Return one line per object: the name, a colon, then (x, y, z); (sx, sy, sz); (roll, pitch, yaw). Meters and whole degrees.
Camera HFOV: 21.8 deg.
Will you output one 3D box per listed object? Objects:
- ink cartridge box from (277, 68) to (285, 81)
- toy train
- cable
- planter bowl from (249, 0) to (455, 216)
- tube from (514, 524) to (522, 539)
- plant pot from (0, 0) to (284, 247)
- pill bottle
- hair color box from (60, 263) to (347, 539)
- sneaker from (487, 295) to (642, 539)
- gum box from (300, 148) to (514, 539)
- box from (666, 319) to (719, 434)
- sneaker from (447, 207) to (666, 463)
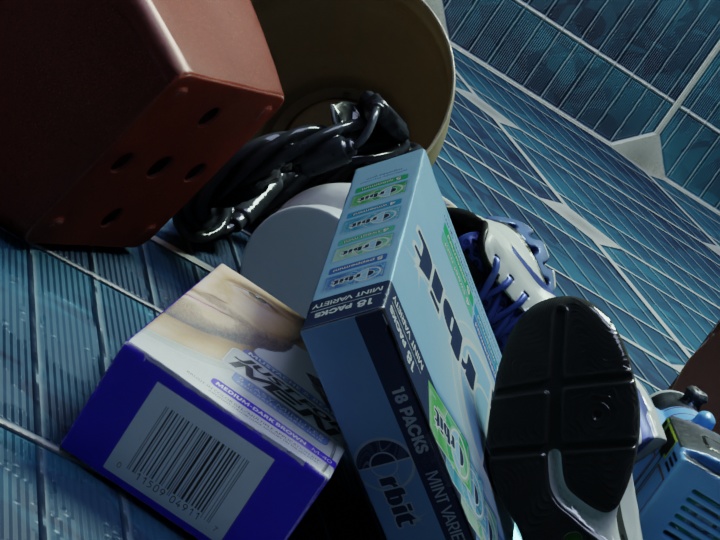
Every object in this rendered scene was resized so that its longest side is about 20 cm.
ink cartridge box: (-0.176, -0.194, 1.514); (0.146, 0.083, 0.200); (21, 17, -45)
toy train: (0.182, 0.137, 1.127); (0.087, 0.114, 0.200); (33, 13, -7)
cable: (-0.040, -0.059, 1.230); (0.051, 0.163, 0.200); (63, 5, 4)
planter bowl: (-0.025, -0.114, 1.422); (0.200, 0.200, 0.135); (38, -13, 17)
tube: (0.058, 0.119, 1.058); (0.077, 0.050, 0.200); (17, 21, -9)
plant pot: (-0.165, -0.121, 1.075); (0.176, 0.200, 0.200); (52, 17, 16)
pill bottle: (0.000, 0.000, 1.180); (0.111, 0.111, 0.200); (38, 13, 14)
hair color box: (-0.059, 0.065, 0.906); (0.109, 0.065, 0.200); (34, 11, 0)
sneaker: (0.110, 0.116, 0.962); (0.076, 0.201, 0.115); (-6, -6, 8)
gum box: (0.032, 0.054, 0.938); (0.200, 0.045, 0.170); (-76, 147, -65)
box: (0.345, 0.114, 1.504); (0.164, 0.166, 0.200); (38, 14, 14)
sneaker: (0.083, 0.037, 1.084); (0.115, 0.081, 0.199); (24, 29, -53)
